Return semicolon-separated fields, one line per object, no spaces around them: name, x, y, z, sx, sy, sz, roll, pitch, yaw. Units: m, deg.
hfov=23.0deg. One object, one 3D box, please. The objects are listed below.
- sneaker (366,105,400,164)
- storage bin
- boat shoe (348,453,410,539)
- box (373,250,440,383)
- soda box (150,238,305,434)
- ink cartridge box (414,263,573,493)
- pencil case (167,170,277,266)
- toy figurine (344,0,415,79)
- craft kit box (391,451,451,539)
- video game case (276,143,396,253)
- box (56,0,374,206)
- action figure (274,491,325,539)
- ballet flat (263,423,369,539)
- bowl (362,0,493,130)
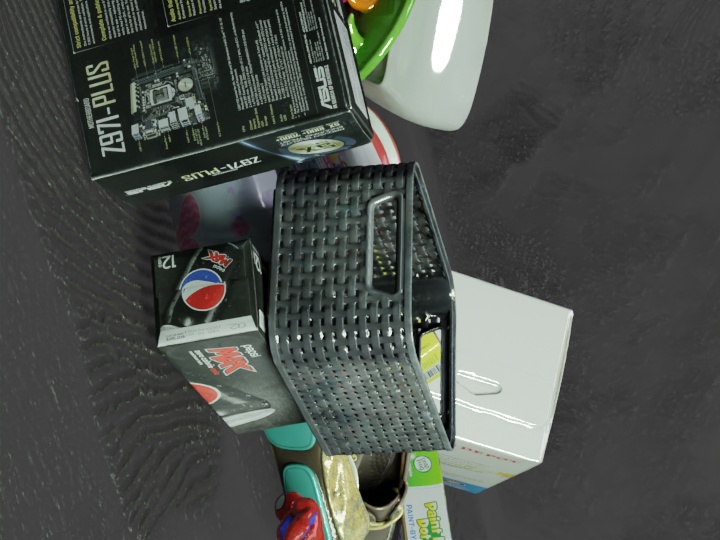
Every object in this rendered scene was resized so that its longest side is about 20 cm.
sneaker;-0.057;-0.129;1.520;0.200;0.078;0.115;50;36;10
storage bin;0.006;0.030;1.178;0.200;0.093;0.136;69;20;-61
boat shoe;0.006;0.172;1.427;0.060;0.072;0.201;50;-36;47
box;0.000;0.000;1.409;0.200;0.050;0.075;57;0;20
soda box;-0.078;0.048;1.170;0.200;0.070;0.064;62;20;-66
ink cartridge box;0.081;0.102;1.588;0.200;0.147;0.145;134;-29;-70
pencil case;-0.098;-0.078;1.217;0.091;0.083;0.201;105;-26;-74
toy figurine;-0.082;-0.221;1.388;0.184;0.200;0.150;30;8;-29
craft kit box;0.043;0.284;1.514;0.200;0.048;0.198;102;-13;-52
video game case;-0.054;-0.103;1.298;0.182;0.024;0.201;-15;-78;61
box;-0.095;-0.159;1.076;0.086;0.163;0.201;42;34;-77
action figure;-0.041;0.219;1.242;0.200;0.051;0.066;-101;179;-60
ballet flat;-0.035;0.131;1.346;0.071;0.070;0.201;-79;157;-73
bowl;0.030;-0.233;1.524;0.200;0.074;0.201;40;-53;54
